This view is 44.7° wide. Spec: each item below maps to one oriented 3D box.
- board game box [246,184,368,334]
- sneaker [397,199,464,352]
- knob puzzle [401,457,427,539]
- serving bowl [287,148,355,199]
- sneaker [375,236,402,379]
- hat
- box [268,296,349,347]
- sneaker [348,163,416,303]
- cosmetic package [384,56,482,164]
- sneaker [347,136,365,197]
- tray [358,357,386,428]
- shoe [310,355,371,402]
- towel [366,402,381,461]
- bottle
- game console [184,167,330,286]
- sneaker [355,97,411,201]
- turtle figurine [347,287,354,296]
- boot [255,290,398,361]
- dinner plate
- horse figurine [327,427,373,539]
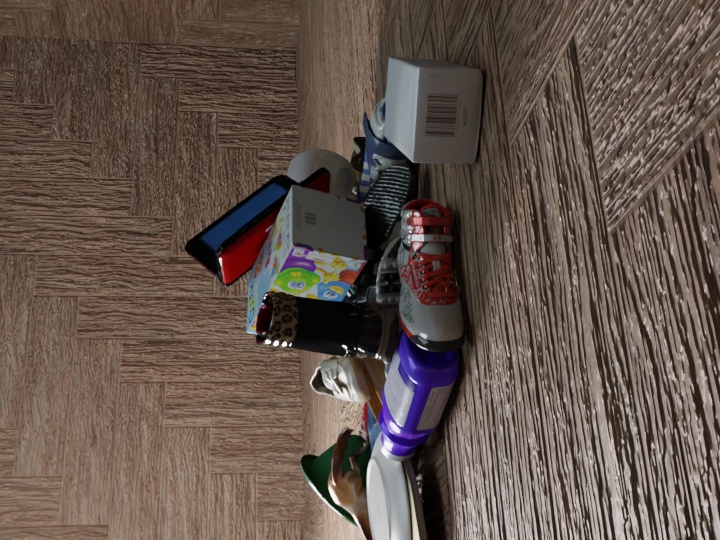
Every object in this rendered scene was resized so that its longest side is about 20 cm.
[{"bbox_3d":[-0.076,-0.002,1.180,0.200,0.103,0.105,123,152,-46],"label":"board game box"},{"bbox_3d":[0.076,-0.004,0.976,0.202,0.067,0.108,-98,9,-60],"label":"sneaker"},{"bbox_3d":[0.068,0.324,1.114,0.220,0.030,0.221,177,90,-82],"label":"knob puzzle"},{"bbox_3d":[-0.038,-0.129,1.539,0.066,0.200,0.201,-24,55,32],"label":"serving bowl"},{"bbox_3d":[0.056,0.056,1.122,0.081,0.075,0.201,71,-160,-88],"label":"sneaker"},{"bbox_3d":[0.013,0.290,1.423,0.176,0.200,0.166,-50,-21,6],"label":"hat"},{"bbox_3d":[-0.049,0.020,1.398,0.123,0.198,0.201,125,145,-76],"label":"box"},{"bbox_3d":[0.045,-0.041,1.175,0.074,0.088,0.201,18,94,43],"label":"sneaker"},{"bbox_3d":[0.077,-0.184,0.984,0.200,0.074,0.102,-108,20,-71],"label":"cosmetic package"},{"bbox_3d":[0.013,-0.154,1.456,0.200,0.067,0.090,-93,6,-65],"label":"sneaker"},{"bbox_3d":[0.021,0.145,1.201,0.200,0.037,0.099,64,166,9],"label":"tray"},{"bbox_3d":[-0.030,0.156,1.223,0.070,0.053,0.200,67,167,-1],"label":"shoe"},{"bbox_3d":[0.037,0.235,1.296,0.112,0.048,0.201,112,158,-67],"label":"towel"},{"bbox_3d":[0.062,0.151,1.030,0.200,0.065,0.084,102,158,-43],"label":"bottle"},{"bbox_3d":[-0.154,-0.085,1.263,0.119,0.200,0.172,46,162,13],"label":"game console"},{"bbox_3d":[0.038,-0.142,1.207,0.147,0.080,0.201,99,175,-66],"label":"sneaker"},{"bbox_3d":[0.000,0.000,1.294,0.150,0.101,0.200,29,-150,-54],"label":"turtle figurine"},{"bbox_3d":[-0.049,0.066,1.048,0.200,0.150,0.073,-167,86,-75],"label":"boot"},{"bbox_3d":[0.032,0.312,1.149,0.200,0.024,0.201,177,90,-80],"label":"dinner plate"},{"bbox_3d":[-0.001,0.328,1.325,0.200,0.050,0.133,59,-146,-31],"label":"horse figurine"}]
